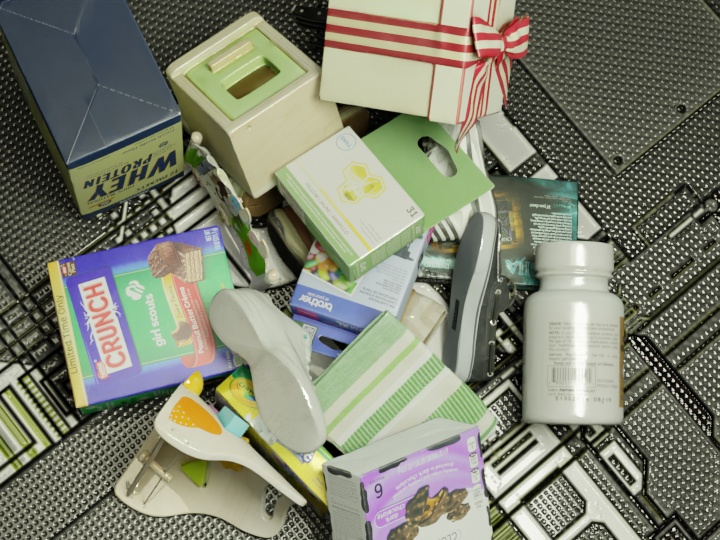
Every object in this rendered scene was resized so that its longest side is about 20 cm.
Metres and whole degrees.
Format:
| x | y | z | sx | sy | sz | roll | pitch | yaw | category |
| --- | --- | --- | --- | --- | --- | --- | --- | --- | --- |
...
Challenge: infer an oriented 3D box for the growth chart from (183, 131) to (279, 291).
| x | y | z | sx | sy | sz | roll | pitch | yaw | category |
| --- | --- | --- | --- | --- | --- | --- | --- | --- | --- |
| -0.147 | -0.063 | 1.626 | 0.018 | 0.145 | 0.201 | -27 | 82 | -15 | growth chart |

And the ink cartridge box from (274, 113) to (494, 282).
| x | y | z | sx | sy | sz | roll | pitch | yaw | category |
| --- | --- | --- | --- | --- | --- | --- | --- | --- | --- |
| 0.028 | -0.098 | 1.585 | 0.199 | 0.048 | 0.146 | -34 | 66 | -13 | ink cartridge box |

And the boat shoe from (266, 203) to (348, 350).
| x | y | z | sx | sy | sz | roll | pitch | yaw | category |
| --- | --- | --- | --- | --- | --- | --- | --- | --- | --- |
| -0.032 | 0.004 | 1.655 | 0.073 | 0.076 | 0.201 | -29 | 81 | -15 | boat shoe |

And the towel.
| x | y | z | sx | sy | sz | roll | pitch | yaw | category |
| --- | --- | --- | --- | --- | --- | --- | --- | --- | --- |
| 0.041 | 0.156 | 1.579 | 0.153 | 0.023 | 0.200 | -44 | 114 | 7 | towel |

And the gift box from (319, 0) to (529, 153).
| x | y | z | sx | sy | sz | roll | pitch | yaw | category |
| --- | --- | --- | --- | --- | --- | --- | --- | --- | --- |
| 0.077 | -0.240 | 1.567 | 0.185 | 0.184 | 0.202 | 10 | 109 | 21 | gift box |

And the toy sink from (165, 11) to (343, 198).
| x | y | z | sx | sy | sz | roll | pitch | yaw | category |
| --- | --- | --- | --- | --- | --- | --- | --- | --- | --- |
| -0.131 | -0.200 | 1.631 | 0.130 | 0.112 | 0.200 | -34 | 48 | -13 | toy sink |

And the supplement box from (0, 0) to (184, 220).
| x | y | z | sx | sy | sz | roll | pitch | yaw | category |
| --- | --- | --- | --- | --- | --- | --- | --- | --- | --- |
| -0.297 | -0.195 | 1.612 | 0.133 | 0.200 | 0.201 | -25 | 79 | -12 | supplement box |

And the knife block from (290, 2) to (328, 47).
| x | y | z | sx | sy | sz | roll | pitch | yaw | category |
| --- | --- | --- | --- | --- | --- | --- | --- | --- | --- |
| 0.026 | -0.298 | 1.692 | 0.175 | 0.199 | 0.065 | 22 | 72 | -31 | knife block |

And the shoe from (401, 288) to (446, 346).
| x | y | z | sx | sy | sz | roll | pitch | yaw | category |
| --- | --- | --- | --- | --- | --- | --- | --- | --- | --- |
| 0.038 | 0.115 | 1.634 | 0.053 | 0.070 | 0.201 | 22 | 72 | 9 | shoe |

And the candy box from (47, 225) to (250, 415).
| x | y | z | sx | sy | sz | roll | pitch | yaw | category |
| --- | --- | --- | --- | --- | --- | --- | --- | --- | --- |
| -0.235 | 0.055 | 1.618 | 0.198 | 0.077 | 0.171 | -13 | 78 | -8 | candy box |

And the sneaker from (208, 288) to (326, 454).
| x | y | z | sx | sy | sz | roll | pitch | yaw | category |
| --- | --- | --- | --- | --- | --- | --- | --- | --- | --- |
| -0.076 | 0.097 | 1.527 | 0.088 | 0.075 | 0.201 | -6 | 58 | -49 | sneaker |

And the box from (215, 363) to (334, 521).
| x | y | z | sx | sy | sz | roll | pitch | yaw | category |
| --- | --- | --- | --- | --- | --- | --- | --- | --- | --- |
| -0.075 | 0.196 | 1.577 | 0.048 | 0.117 | 0.200 | -41 | 83 | -13 | box |

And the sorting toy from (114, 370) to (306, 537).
| x | y | z | sx | sy | sz | roll | pitch | yaw | category |
| --- | --- | --- | --- | --- | --- | --- | --- | --- | --- |
| -0.147 | 0.215 | 1.546 | 0.179 | 0.200 | 0.107 | 35 | 55 | -2 | sorting toy |

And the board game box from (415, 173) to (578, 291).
| x | y | z | sx | sy | sz | roll | pitch | yaw | category |
| --- | --- | --- | --- | --- | --- | --- | --- | --- | --- |
| 0.157 | -0.046 | 1.710 | 0.198 | 0.028 | 0.137 | 5 | 75 | -5 | board game box |

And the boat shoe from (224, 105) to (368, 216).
| x | y | z | sx | sy | sz | roll | pitch | yaw | category |
| --- | --- | --- | --- | --- | --- | --- | --- | --- | --- |
| -0.074 | -0.140 | 1.678 | 0.199 | 0.074 | 0.063 | -35 | 57 | -29 | boat shoe |

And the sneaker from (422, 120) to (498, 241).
| x | y | z | sx | sy | sz | roll | pitch | yaw | category |
| --- | --- | --- | --- | --- | --- | --- | --- | --- | --- |
| 0.081 | -0.129 | 1.669 | 0.114 | 0.076 | 0.202 | -11 | 79 | -11 | sneaker |

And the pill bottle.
| x | y | z | sx | sy | sz | roll | pitch | yaw | category |
| --- | --- | --- | --- | --- | --- | --- | --- | --- | --- |
| 0.239 | 0.072 | 1.630 | 0.113 | 0.114 | 0.202 | 2 | 84 | -5 | pill bottle |

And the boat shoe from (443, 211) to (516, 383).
| x | y | z | sx | sy | sz | roll | pitch | yaw | category |
| --- | --- | --- | --- | --- | --- | --- | --- | --- | --- |
| 0.142 | 0.034 | 1.642 | 0.066 | 0.070 | 0.202 | 4 | 101 | -17 | boat shoe |

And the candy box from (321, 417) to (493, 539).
| x | y | z | sx | sy | sz | roll | pitch | yaw | category |
| --- | --- | --- | --- | --- | --- | --- | --- | --- | --- |
| 0.056 | 0.277 | 1.523 | 0.167 | 0.071 | 0.202 | -17 | 105 | -36 | candy box |

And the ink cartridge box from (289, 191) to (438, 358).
| x | y | z | sx | sy | sz | roll | pitch | yaw | category |
| --- | --- | --- | --- | --- | --- | --- | --- | --- | --- |
| 0.000 | 0.000 | 1.595 | 0.118 | 0.042 | 0.201 | 18 | 74 | 10 | ink cartridge box |
